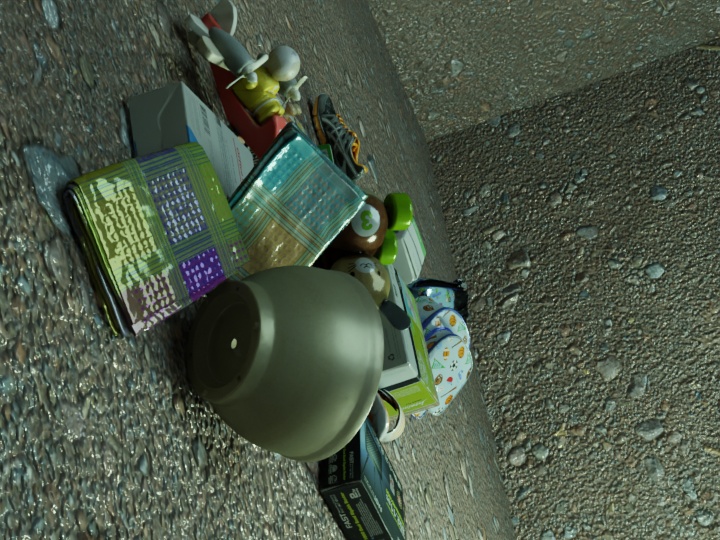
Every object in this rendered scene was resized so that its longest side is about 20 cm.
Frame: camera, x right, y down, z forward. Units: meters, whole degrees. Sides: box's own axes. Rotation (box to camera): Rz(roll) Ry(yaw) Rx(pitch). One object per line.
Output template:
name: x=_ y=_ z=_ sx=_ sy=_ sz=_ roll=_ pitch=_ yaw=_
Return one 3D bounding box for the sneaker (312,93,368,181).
sneaker: x=-0.042 y=-0.261 z=1.996 sx=0.078 sy=0.076 sz=0.204 roll=21 pitch=51 yaw=-74

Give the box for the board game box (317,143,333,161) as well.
board game box: x=-0.050 y=-0.086 z=1.645 sx=0.201 sy=0.040 sz=0.155 roll=86 pitch=-7 yaw=-63

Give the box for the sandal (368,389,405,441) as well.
sandal: x=0.034 y=0.223 z=1.526 sx=0.207 sy=0.058 sz=0.080 roll=102 pitch=-31 yaw=-67

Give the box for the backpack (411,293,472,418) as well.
backpack: x=0.113 y=0.150 z=1.801 sx=0.192 sy=0.152 sz=0.201 roll=-55 pitch=142 yaw=-21

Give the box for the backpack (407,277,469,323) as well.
backpack: x=0.104 y=0.080 z=1.962 sx=0.199 sy=0.179 sz=0.138 roll=9 pitch=80 yaw=-62

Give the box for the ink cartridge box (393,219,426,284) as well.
ink cartridge box: x=0.036 y=-0.024 z=1.835 sx=0.200 sy=0.143 sz=0.085 roll=-62 pitch=133 yaw=-75

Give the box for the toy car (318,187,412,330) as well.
toy car: x=0.000 y=0.000 z=1.442 sx=0.159 sy=0.161 sz=0.203 roll=112 pitch=-31 yaw=-49

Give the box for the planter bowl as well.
planter bowl: x=-0.090 y=0.083 z=1.016 sx=0.134 sy=0.199 sz=0.203 roll=20 pitch=48 yaw=-42

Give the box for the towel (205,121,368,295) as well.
towel: x=-0.093 y=-0.042 z=1.083 sx=0.146 sy=0.201 sz=0.022 roll=39 pitch=2 yaw=-43

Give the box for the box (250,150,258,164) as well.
box: x=-0.127 y=-0.155 z=1.503 sx=0.200 sy=0.044 sz=0.163 roll=25 pitch=48 yaw=-76

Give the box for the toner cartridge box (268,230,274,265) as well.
toner cartridge box: x=-0.096 y=0.007 z=1.187 sx=0.095 sy=0.042 sz=0.203 roll=-54 pitch=148 yaw=-50

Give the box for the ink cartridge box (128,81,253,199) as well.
ink cartridge box: x=-0.178 y=-0.110 z=1.118 sx=0.200 sy=0.067 sz=0.118 roll=44 pitch=33 yaw=-68

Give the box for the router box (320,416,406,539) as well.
router box: x=0.006 y=0.307 z=1.409 sx=0.151 sy=0.061 sz=0.202 roll=-91 pitch=160 yaw=-52

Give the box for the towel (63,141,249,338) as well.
towel: x=-0.186 y=-0.037 z=0.931 sx=0.200 sy=0.022 sz=0.146 roll=-36 pitch=108 yaw=-56

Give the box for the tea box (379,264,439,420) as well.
tea box: x=0.026 y=0.115 z=1.612 sx=0.197 sy=0.131 sz=0.203 roll=55 pitch=21 yaw=-59

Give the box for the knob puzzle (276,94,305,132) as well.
knob puzzle: x=-0.136 y=-0.277 z=1.529 sx=0.221 sy=0.030 sz=0.220 roll=53 pitch=8 yaw=-10

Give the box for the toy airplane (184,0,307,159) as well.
toy airplane: x=-0.146 y=-0.266 z=1.319 sx=0.202 sy=0.139 sz=0.200 roll=-90 pitch=155 yaw=-48
